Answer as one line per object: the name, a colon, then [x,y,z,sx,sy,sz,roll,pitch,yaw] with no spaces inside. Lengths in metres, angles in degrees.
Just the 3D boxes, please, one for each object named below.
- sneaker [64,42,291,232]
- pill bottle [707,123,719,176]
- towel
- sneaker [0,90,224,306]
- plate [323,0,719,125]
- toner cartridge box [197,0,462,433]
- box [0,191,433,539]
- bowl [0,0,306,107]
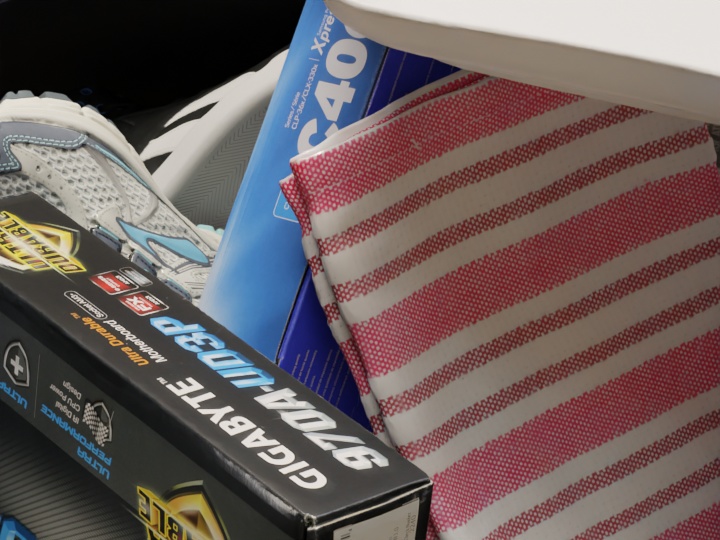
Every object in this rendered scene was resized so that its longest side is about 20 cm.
sneaker: [-0.062,-0.053,1.002,0.200,0.073,0.112,-37,41,4]
pill bottle: [0.122,-0.007,0.935,0.199,0.113,0.113,5,37,13]
towel: [0.070,0.029,0.833,0.146,0.200,0.030,-26,12,-24]
sneaker: [-0.077,0.009,0.893,0.078,0.200,0.086,-47,49,12]
plate: [0.076,-0.101,0.815,0.199,0.032,0.200,11,34,-11]
toner cartridge box: [0.000,0.000,0.859,0.043,0.095,0.200,16,84,42]
box: [-0.066,0.088,0.785,0.046,0.159,0.200,-16,35,-37]
bowl: [-0.076,-0.096,1.034,0.200,0.201,0.039,-2,72,4]
